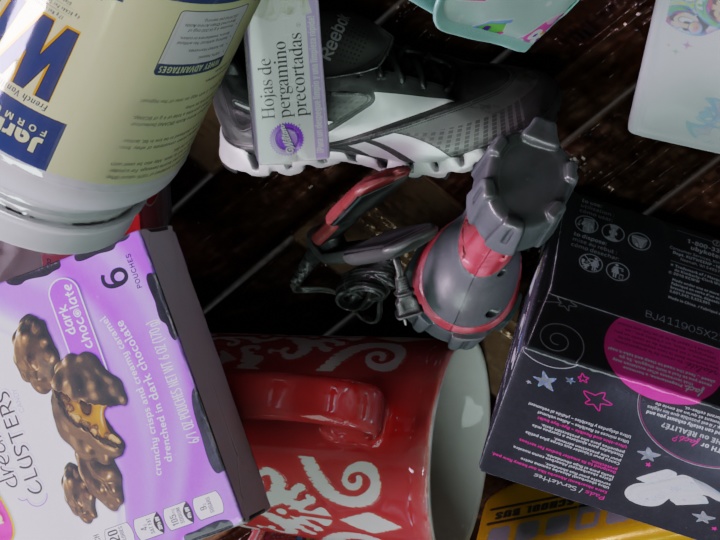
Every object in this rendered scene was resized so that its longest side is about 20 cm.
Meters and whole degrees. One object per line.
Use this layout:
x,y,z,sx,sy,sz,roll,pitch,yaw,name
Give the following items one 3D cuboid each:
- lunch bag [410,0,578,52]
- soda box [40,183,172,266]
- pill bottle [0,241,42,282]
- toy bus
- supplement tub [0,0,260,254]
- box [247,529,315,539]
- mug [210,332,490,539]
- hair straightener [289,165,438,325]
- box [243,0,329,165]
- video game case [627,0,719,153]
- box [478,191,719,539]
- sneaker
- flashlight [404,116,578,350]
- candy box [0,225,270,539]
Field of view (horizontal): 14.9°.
0.061,-0.210,1.313,0.200,0.122,0.170,34,115,-22,lunch bag
-0.146,-0.089,1.523,0.063,0.070,0.200,8,132,9,soda box
-0.242,0.058,1.655,0.111,0.111,0.200,14,133,3,pill bottle
0.172,0.151,1.641,0.200,0.078,0.065,-14,126,27,toy bus
-0.133,-0.122,1.353,0.145,0.145,0.200,24,124,-6,supplement tub
-0.046,0.232,1.760,0.095,0.103,0.200,24,134,-6,box
-0.039,0.082,1.608,0.200,0.134,0.178,4,139,18,mug
0.000,0.000,1.521,0.077,0.041,0.200,64,158,3,hair straightener
-0.043,-0.155,1.404,0.039,0.041,0.200,-5,110,-4,box
0.242,-0.130,1.407,0.182,0.024,0.200,13,133,5,video game case
0.181,0.062,1.523,0.200,0.132,0.115,18,137,0,box
0.006,-0.099,1.474,0.200,0.067,0.091,-2,133,20,sneaker
0.069,-0.013,1.477,0.068,0.068,0.200,60,165,9,flashlight
-0.173,0.088,1.505,0.200,0.072,0.168,-21,88,11,candy box
